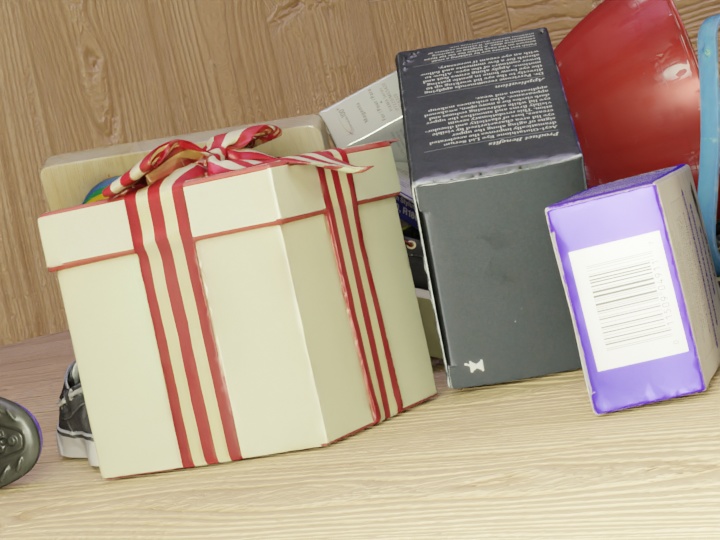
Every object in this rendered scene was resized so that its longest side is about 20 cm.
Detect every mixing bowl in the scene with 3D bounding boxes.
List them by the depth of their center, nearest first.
[{"bbox_3d":[0.200,-0.114,1.680,0.108,0.201,0.200,-20,2,3],"label":"mixing bowl"}]

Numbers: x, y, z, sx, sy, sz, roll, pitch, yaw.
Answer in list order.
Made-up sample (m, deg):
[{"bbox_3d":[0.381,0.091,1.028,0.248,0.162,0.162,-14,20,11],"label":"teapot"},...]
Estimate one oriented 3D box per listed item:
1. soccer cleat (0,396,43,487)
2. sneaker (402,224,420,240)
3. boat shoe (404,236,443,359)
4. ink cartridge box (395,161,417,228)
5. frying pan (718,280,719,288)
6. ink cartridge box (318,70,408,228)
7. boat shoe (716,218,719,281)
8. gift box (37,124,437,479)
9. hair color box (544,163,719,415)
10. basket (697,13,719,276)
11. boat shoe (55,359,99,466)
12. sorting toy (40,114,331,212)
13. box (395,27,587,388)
[{"bbox_3d":[-0.270,0.113,1.449,0.200,0.068,0.073,-14,-3,33],"label":"soccer cleat"},{"bbox_3d":[-0.017,0.035,1.671,0.200,0.074,0.081,-29,4,-34],"label":"sneaker"},{"bbox_3d":[-0.001,0.002,1.590,0.201,0.074,0.063,18,45,5],"label":"boat shoe"},{"bbox_3d":[0.107,-0.027,1.647,0.200,0.043,0.196,-1,24,-44],"label":"ink cartridge box"},{"bbox_3d":[0.167,0.032,1.448,0.189,0.031,0.115,-15,0,9],"label":"frying pan"},{"bbox_3d":[0.003,-0.067,1.736,0.173,0.044,0.200,-27,-25,3],"label":"ink cartridge box"},{"bbox_3d":[0.220,-0.008,1.576,0.074,0.062,0.200,-9,-1,41],"label":"boat shoe"},{"bbox_3d":[-0.056,0.007,1.350,0.199,0.187,0.184,-12,3,22],"label":"gift box"},{"bbox_3d":[0.152,0.006,1.212,0.065,0.110,0.200,-13,2,15],"label":"hair color box"},{"bbox_3d":[0.303,-0.072,1.532,0.200,0.177,0.139,12,-12,-39],"label":"basket"},{"bbox_3d":[-0.167,0.086,1.476,0.072,0.068,0.200,-13,2,-10],"label":"boat shoe"},{"bbox_3d":[-0.103,0.012,1.531,0.198,0.201,0.070,-8,28,12],"label":"sorting toy"},{"bbox_3d":[0.087,-0.043,1.417,0.104,0.148,0.200,-10,30,2],"label":"box"}]
